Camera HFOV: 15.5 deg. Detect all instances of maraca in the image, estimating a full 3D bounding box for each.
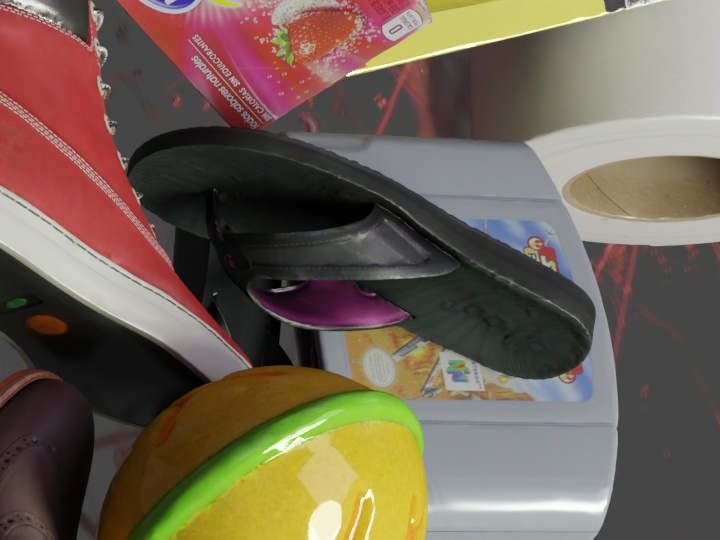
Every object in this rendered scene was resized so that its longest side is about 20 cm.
[{"bbox_3d":[-0.036,0.105,0.969,0.107,0.137,0.200,56,-18,25],"label":"maraca"}]

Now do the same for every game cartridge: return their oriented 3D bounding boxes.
[{"bbox_3d":[0.038,0.024,1.121,0.042,0.132,0.201,106,-21,-52],"label":"game cartridge"}]

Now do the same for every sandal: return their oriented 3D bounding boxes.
[{"bbox_3d":[0.001,0.000,1.043,0.200,0.075,0.048,23,54,-11],"label":"sandal"},{"bbox_3d":[-0.049,0.047,1.074,0.076,0.043,0.201,26,60,-58],"label":"sandal"}]

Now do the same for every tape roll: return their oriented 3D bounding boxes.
[{"bbox_3d":[0.154,-0.106,1.332,0.203,0.202,0.140,28,57,-57],"label":"tape roll"}]

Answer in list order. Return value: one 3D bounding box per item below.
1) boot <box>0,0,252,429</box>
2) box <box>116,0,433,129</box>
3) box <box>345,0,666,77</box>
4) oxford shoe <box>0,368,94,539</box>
[{"bbox_3d":[-0.096,-0.034,0.984,0.200,0.072,0.145,43,45,-45],"label":"boot"},{"bbox_3d":[-0.066,-0.157,1.013,0.200,0.095,0.100,47,17,-47],"label":"box"},{"bbox_3d":[0.052,-0.137,1.180,0.199,0.050,0.076,-14,97,-18],"label":"box"},{"bbox_3d":[-0.114,0.119,0.900,0.071,0.072,0.201,51,40,-43],"label":"oxford shoe"}]
